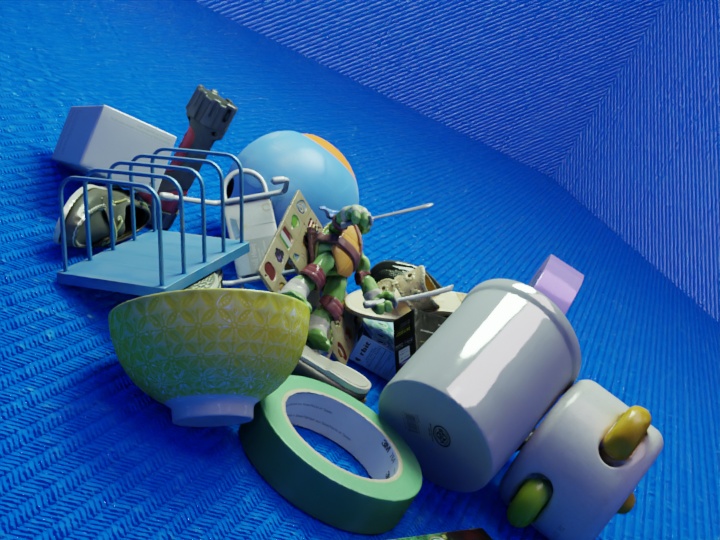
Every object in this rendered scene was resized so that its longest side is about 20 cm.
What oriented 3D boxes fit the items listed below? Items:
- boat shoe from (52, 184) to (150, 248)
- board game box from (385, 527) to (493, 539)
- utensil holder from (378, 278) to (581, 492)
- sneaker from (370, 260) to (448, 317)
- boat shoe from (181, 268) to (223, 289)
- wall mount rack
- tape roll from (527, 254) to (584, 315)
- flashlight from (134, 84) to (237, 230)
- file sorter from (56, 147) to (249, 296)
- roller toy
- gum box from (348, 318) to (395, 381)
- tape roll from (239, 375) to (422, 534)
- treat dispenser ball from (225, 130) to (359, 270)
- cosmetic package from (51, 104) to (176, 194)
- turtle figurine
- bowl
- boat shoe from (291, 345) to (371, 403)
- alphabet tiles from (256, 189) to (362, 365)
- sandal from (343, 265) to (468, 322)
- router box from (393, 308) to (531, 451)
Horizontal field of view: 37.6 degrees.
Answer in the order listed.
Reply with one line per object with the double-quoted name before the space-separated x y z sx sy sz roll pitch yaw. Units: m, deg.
"boat shoe" -0.311 -0.062 1.283 0.060 0.073 0.202 27 13 1
"board game box" 0.098 0.306 1.056 0.199 0.024 0.105 11 29 -50
"utensil holder" 0.140 0.135 1.236 0.169 0.171 0.200 36 50 15
"sneaker" 0.088 0.055 1.490 0.199 0.076 0.114 41 12 11
"boat shoe" -0.189 0.040 1.201 0.074 0.063 0.200 -8 11 2
"wall mount rack" -0.166 -0.046 1.378 0.172 0.202 0.075 -11 -15 -11
"tape roll" 0.280 0.075 1.707 0.065 0.201 0.200 33 17 4
"flashlight" -0.244 -0.153 1.430 0.067 0.201 0.068 17 21 -36
"file sorter" -0.233 -0.061 1.204 0.137 0.124 0.200 7 18 20
"roller toy" 0.269 0.237 1.263 0.139 0.201 0.182 37 4 17
"gum box" 0.079 0.123 1.494 0.199 0.045 0.170 30 17 -9
"tape roll" -0.030 0.190 1.115 0.199 0.048 0.201 29 18 -10
"treat dispenser ball" -0.101 -0.101 1.534 0.200 0.202 0.201 28 17 -10
"cosmetic package" -0.329 -0.159 1.393 0.107 0.086 0.200 23 -4 -29
"turtle figurine" 0.000 0.000 1.286 0.199 0.144 0.194 29 58 11
"bowl" -0.146 0.094 1.037 0.199 0.199 0.109 13 68 -47
"boat shoe" -0.082 0.112 1.248 0.199 0.057 0.067 30 13 13
"alphabet tiles" -0.056 0.023 1.359 0.201 0.007 0.168 59 32 -29
"sandal" 0.086 0.025 1.406 0.209 0.070 0.078 7 31 -10
"router box" 0.137 0.146 1.378 0.199 0.051 0.151 17 58 -32
